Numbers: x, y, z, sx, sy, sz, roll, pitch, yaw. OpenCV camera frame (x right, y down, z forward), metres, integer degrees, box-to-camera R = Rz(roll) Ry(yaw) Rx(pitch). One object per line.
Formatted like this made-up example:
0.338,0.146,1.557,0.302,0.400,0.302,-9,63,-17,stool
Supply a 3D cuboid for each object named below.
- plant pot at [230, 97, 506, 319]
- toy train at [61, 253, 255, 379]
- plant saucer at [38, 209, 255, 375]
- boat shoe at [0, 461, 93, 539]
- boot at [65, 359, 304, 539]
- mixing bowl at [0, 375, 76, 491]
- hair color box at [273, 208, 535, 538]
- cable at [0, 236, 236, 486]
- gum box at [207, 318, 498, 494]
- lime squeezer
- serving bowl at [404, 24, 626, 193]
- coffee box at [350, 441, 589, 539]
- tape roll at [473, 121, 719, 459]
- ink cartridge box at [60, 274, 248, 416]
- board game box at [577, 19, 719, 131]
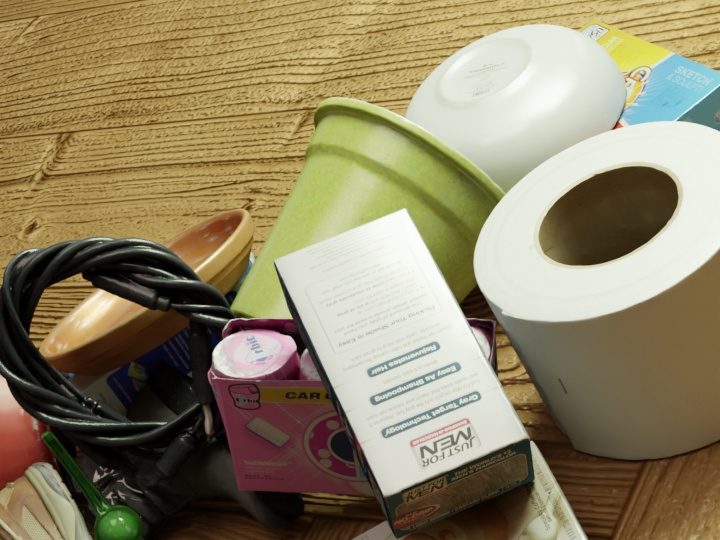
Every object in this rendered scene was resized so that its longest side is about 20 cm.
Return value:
0.000,0.000,1.417,0.200,0.200,0.184,17,67,49,plant pot
-0.163,0.055,1.552,0.200,0.087,0.114,-34,42,-8,toy train
-0.163,0.022,1.444,0.200,0.037,0.200,-32,13,9,plant saucer
-0.210,0.233,1.309,0.072,0.076,0.200,-28,60,-14,boat shoe
-0.136,0.171,1.399,0.132,0.070,0.200,-50,44,0,boot
-0.292,0.136,1.467,0.108,0.200,0.200,-10,35,1,mixing bowl
0.026,0.063,1.185,0.100,0.061,0.200,-22,54,-6,hair color box
-0.173,0.056,1.324,0.163,0.200,0.051,-40,12,17,cable
-0.003,0.096,1.282,0.200,0.114,0.066,0,41,9,gum box
-0.176,0.207,1.347,0.038,0.071,0.200,-38,74,15,lime squeezer
0.117,-0.143,1.524,0.200,0.066,0.200,-21,35,16,serving bowl
0.055,0.213,1.167,0.200,0.080,0.114,-30,33,2,coffee box
0.196,0.012,1.267,0.203,0.139,0.203,-21,34,15,tape roll
-0.138,0.077,1.485,0.200,0.095,0.037,-34,31,-4,ink cartridge box
0.202,-0.130,1.537,0.153,0.040,0.200,-38,34,-10,board game box
